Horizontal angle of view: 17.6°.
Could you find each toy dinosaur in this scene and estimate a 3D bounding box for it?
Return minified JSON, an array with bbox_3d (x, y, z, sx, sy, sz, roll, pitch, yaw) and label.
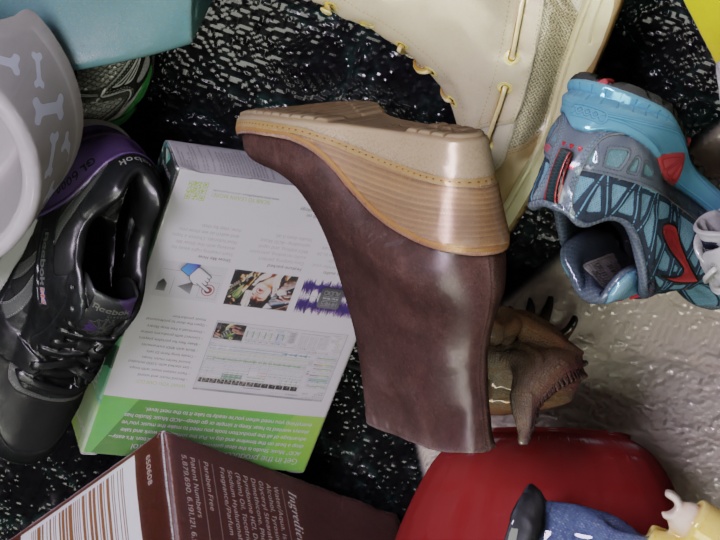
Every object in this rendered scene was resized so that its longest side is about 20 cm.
[{"bbox_3d":[0.082,0.051,1.287,0.135,0.200,0.086,22,92,-26],"label":"toy dinosaur"}]

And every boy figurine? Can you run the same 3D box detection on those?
[{"bbox_3d":[0.166,0.180,1.193,0.200,0.064,0.125,20,100,9],"label":"boy figurine"}]

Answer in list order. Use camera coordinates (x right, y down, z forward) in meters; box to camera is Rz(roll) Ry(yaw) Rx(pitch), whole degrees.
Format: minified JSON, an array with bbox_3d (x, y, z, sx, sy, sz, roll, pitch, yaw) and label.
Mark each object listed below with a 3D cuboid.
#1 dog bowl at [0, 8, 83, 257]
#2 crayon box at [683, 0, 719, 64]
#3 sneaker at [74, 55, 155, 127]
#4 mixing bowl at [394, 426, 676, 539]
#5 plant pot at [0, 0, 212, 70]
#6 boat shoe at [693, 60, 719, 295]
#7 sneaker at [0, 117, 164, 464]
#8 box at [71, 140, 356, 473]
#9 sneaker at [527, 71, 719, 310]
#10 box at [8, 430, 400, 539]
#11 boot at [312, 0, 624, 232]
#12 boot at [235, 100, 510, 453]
[{"bbox_3d":[-0.246,-0.074,1.194,0.199,0.059,0.200,4,135,4],"label":"dog bowl"},{"bbox_3d":[0.278,-0.138,1.179,0.200,0.051,0.127,-20,114,24],"label":"crayon box"},{"bbox_3d":[-0.207,-0.095,1.279,0.200,0.085,0.078,-21,75,-7],"label":"sneaker"},{"bbox_3d":[0.108,0.147,1.337,0.200,0.200,0.109,0,81,15],"label":"mixing bowl"},{"bbox_3d":[-0.176,-0.187,1.225,0.199,0.141,0.142,5,122,6],"label":"plant pot"},{"bbox_3d":[0.203,-0.016,1.191,0.065,0.074,0.201,0,106,0],"label":"boat shoe"},{"bbox_3d":[-0.162,0.022,1.271,0.076,0.088,0.200,8,106,-30],"label":"sneaker"},{"bbox_3d":[-0.071,0.025,1.334,0.144,0.036,0.200,8,120,-25],"label":"box"},{"bbox_3d":[0.140,-0.020,1.226,0.079,0.096,0.200,19,163,39],"label":"sneaker"},{"bbox_3d":[-0.088,0.224,1.382,0.200,0.165,0.166,24,132,-39],"label":"box"},{"bbox_3d":[0.043,-0.111,1.246,0.155,0.073,0.200,23,122,0],"label":"boot"},{"bbox_3d":[0.000,0.000,1.209,0.200,0.072,0.167,16,111,51],"label":"boot"}]
